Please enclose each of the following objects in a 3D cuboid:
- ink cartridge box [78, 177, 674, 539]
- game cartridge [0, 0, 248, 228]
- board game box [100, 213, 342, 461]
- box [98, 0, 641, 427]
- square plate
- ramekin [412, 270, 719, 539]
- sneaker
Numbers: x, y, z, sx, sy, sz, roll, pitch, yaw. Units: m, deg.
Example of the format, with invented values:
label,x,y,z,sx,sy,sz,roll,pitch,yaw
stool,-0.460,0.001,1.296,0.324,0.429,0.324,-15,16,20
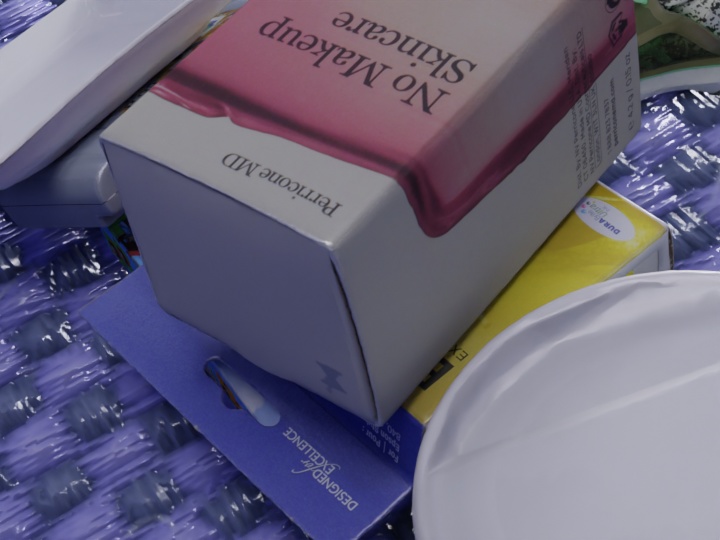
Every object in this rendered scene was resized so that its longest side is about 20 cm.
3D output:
label,x,y,z,sx,sy,sz,roll,pitch,yaw
ink cartridge box,0.000,0.000,0.780,0.200,0.047,0.197,-36,51,-22
game cartridge,-0.097,-0.095,0.910,0.133,0.042,0.200,6,44,50
board game box,-0.020,-0.003,0.842,0.151,0.037,0.200,-31,49,-14
box,0.011,-0.058,0.727,0.127,0.109,0.200,25,57,31
square plate,-0.165,-0.099,0.926,0.198,0.029,0.200,-44,25,-26
ramekin,0.124,0.104,0.667,0.201,0.094,0.203,-8,48,9
sneaker,0.138,-0.134,0.880,0.199,0.089,0.077,-10,47,7
